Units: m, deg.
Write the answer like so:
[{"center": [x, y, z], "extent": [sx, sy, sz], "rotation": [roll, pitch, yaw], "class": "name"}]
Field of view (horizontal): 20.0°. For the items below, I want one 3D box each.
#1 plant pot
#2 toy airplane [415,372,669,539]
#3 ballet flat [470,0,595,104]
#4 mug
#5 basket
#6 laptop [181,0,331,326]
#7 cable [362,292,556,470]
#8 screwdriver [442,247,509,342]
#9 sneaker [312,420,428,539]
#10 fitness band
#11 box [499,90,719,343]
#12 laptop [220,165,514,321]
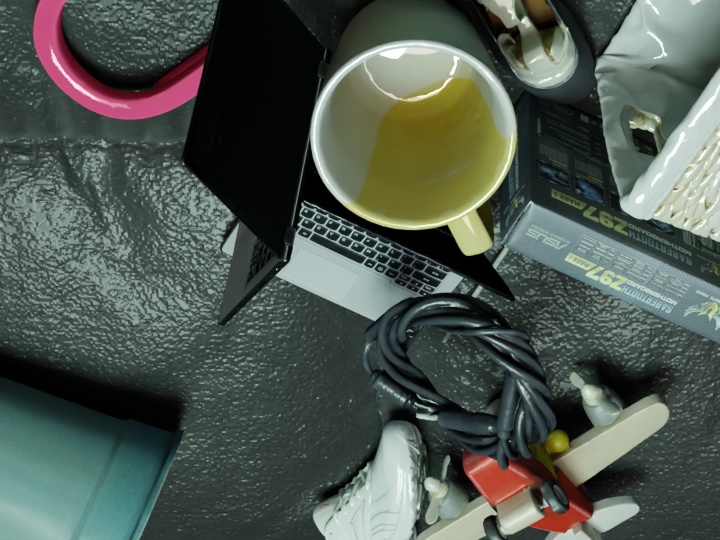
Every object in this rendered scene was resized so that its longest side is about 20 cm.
[{"center": [-0.282, 0.191, 1.776], "extent": [0.195, 0.201, 0.201], "rotation": [26, 125, -5], "class": "plant pot"}, {"center": [0.154, 0.175, 1.774], "extent": [0.198, 0.142, 0.200], "rotation": [-14, 152, -21], "class": "toy airplane"}, {"center": [0.118, -0.189, 1.529], "extent": [0.073, 0.073, 0.201], "rotation": [-22, 123, 19], "class": "ballet flat"}, {"center": [0.036, -0.117, 1.527], "extent": [0.148, 0.154, 0.188], "rotation": [5, 120, -3], "class": "mug"}, {"center": [0.290, -0.144, 1.475], "extent": [0.160, 0.199, 0.201], "rotation": [19, 125, -16], "class": "basket"}, {"center": [-0.096, -0.094, 1.497], "extent": [0.115, 0.189, 0.200], "rotation": [21, 149, -17], "class": "laptop"}, {"center": [0.079, 0.086, 1.586], "extent": [0.163, 0.051, 0.200], "rotation": [46, 152, -1], "class": "cable"}, {"center": [0.113, -0.011, 1.686], "extent": [0.029, 0.028, 0.200], "rotation": [9, 130, -40], "class": "screwdriver"}, {"center": [0.006, 0.217, 1.839], "extent": [0.098, 0.078, 0.201], "rotation": [11, 124, 6], "class": "sneaker"}, {"center": [-0.159, -0.201, 1.563], "extent": [0.199, 0.038, 0.144], "rotation": [-34, 115, 25], "class": "fitness band"}, {"center": [0.204, -0.044, 1.577], "extent": [0.199, 0.158, 0.051], "rotation": [23, 125, -14], "class": "box"}, {"center": [0.000, 0.000, 1.620], "extent": [0.186, 0.116, 0.200], "rotation": [25, 135, -14], "class": "laptop"}]
